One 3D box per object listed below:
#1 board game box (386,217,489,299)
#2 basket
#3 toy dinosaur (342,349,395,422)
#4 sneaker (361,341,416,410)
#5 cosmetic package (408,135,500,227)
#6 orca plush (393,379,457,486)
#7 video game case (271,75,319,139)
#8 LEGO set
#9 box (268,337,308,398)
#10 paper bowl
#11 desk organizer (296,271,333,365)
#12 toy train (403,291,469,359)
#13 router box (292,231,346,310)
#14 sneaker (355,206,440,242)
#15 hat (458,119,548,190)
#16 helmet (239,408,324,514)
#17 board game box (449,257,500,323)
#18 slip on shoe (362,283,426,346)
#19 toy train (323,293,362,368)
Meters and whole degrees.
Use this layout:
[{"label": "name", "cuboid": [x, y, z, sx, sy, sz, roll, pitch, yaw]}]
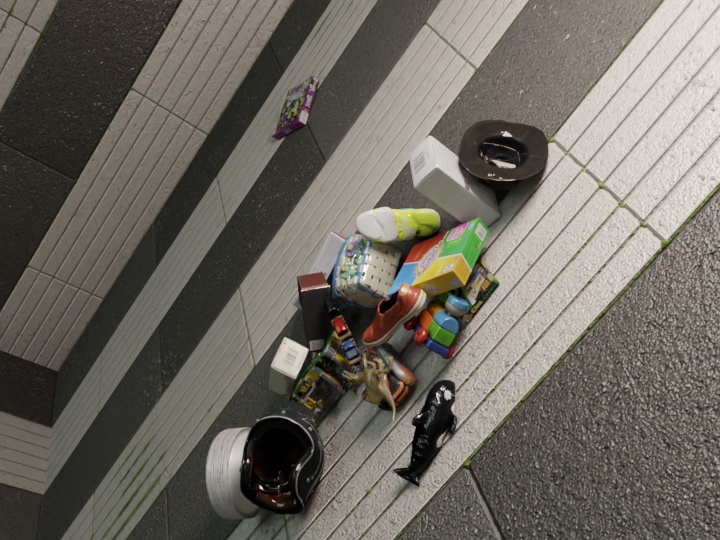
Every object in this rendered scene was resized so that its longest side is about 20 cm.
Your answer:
[{"label": "board game box", "cuboid": [0.156, -0.013, 1.506, 0.198, 0.040, 0.155, -24, 28, 48]}, {"label": "basket", "cuboid": [0.000, 0.000, 1.730, 0.199, 0.137, 0.181, -23, 48, 60]}, {"label": "toy dinosaur", "cuboid": [0.037, 0.222, 1.492, 0.199, 0.057, 0.104, 27, 111, 54]}, {"label": "sneaker", "cuboid": [0.034, 0.217, 1.571, 0.113, 0.077, 0.200, -55, 31, 11]}, {"label": "cosmetic package", "cuboid": [0.192, -0.171, 1.507, 0.074, 0.197, 0.103, -39, 38, 32]}, {"label": "orca plush", "cuboid": [0.112, 0.294, 1.398, 0.203, 0.070, 0.105, -59, 31, 7]}, {"label": "video game case", "cuboid": [-0.231, -0.571, 2.619, 0.198, 0.035, 0.186, -11, 60, 53]}, {"label": "LEGO set", "cuboid": [-0.063, 0.245, 1.703, 0.202, 0.115, 0.154, -54, 4, 11]}, {"label": "box", "cuboid": [-0.174, 0.238, 1.786, 0.201, 0.067, 0.084, 108, -174, -67]}, {"label": "paper bowl", "cuboid": [-0.265, 0.469, 1.725, 0.102, 0.202, 0.205, -8, 55, 21]}, {"label": "desk organizer", "cuboid": [-0.105, 0.113, 1.765, 0.077, 0.070, 0.205, -120, 23, -59]}, {"label": "toy train", "cuboid": [0.146, 0.082, 1.493, 0.117, 0.083, 0.200, -59, 21, 9]}, {"label": "router box", "cuboid": [-0.096, 0.001, 1.883, 0.203, 0.048, 0.180, -61, 0, 4]}, {"label": "sneaker", "cuboid": [0.077, -0.104, 1.671, 0.105, 0.194, 0.078, -157, 68, -75]}, {"label": "hat", "cuboid": [0.287, -0.217, 1.503, 0.194, 0.082, 0.204, -3, 45, 3]}, {"label": "helmet", "cuboid": [-0.166, 0.406, 1.617, 0.198, 0.198, 0.194, -29, 35, 43]}, {"label": "board game box", "cuboid": [0.206, 0.010, 1.523, 0.106, 0.023, 0.201, -56, 31, 17]}, {"label": "slip on shoe", "cuboid": [0.056, 0.088, 1.500, 0.200, 0.060, 0.075, -46, 15, 46]}, {"label": "toy train", "cuboid": [-0.041, 0.129, 1.633, 0.033, 0.046, 0.202, -25, 52, -3]}]
